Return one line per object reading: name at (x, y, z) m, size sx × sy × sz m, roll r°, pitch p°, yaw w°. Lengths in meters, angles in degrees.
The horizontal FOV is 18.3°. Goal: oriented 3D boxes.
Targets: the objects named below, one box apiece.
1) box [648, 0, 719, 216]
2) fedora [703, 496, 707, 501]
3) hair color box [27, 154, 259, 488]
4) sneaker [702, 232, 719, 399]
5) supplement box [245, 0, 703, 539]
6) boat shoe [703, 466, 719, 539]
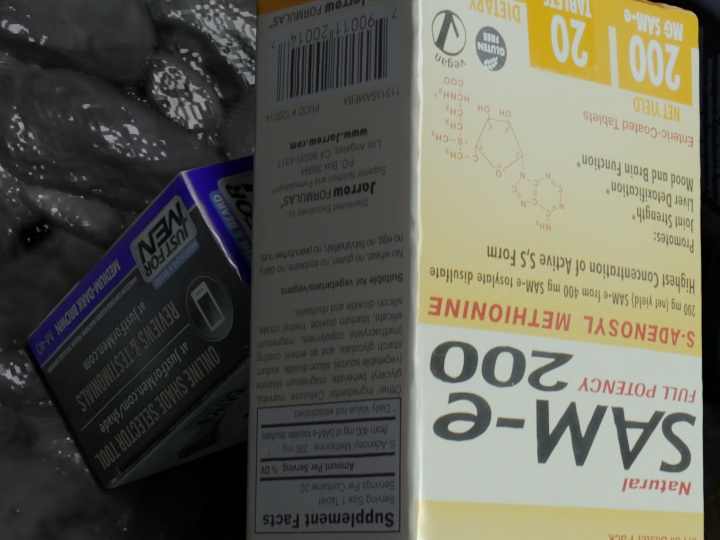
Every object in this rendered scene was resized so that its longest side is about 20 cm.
box at (0.190, -0.075, 0.751) m, size 0.148 × 0.107 × 0.200 m, roll -36°, pitch 56°, yaw -17°
fedora at (0.138, 0.178, 0.756) m, size 0.200 × 0.082 × 0.201 m, roll 21°, pitch 49°, yaw -26°
hair color box at (0.000, 0.000, 0.758) m, size 0.200 × 0.109 × 0.065 m, roll -19°, pitch 73°, yaw -45°
sneaker at (0.197, -0.026, 0.870) m, size 0.070 × 0.200 × 0.082 m, roll 15°, pitch 14°, yaw -26°
supplement box at (0.036, 0.016, 0.654) m, size 0.126 × 0.073 × 0.200 m, roll 7°, pitch 80°, yaw -43°
boat shoe at (0.151, 0.100, 0.718) m, size 0.066 × 0.074 × 0.200 m, roll 54°, pitch 40°, yaw -16°
